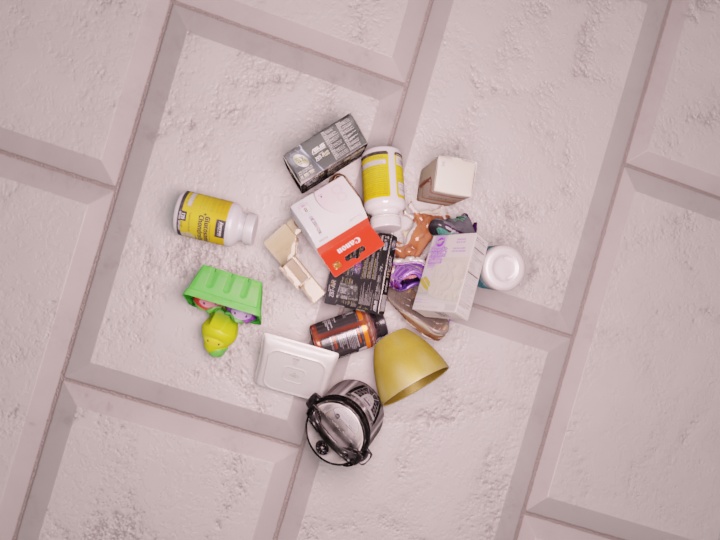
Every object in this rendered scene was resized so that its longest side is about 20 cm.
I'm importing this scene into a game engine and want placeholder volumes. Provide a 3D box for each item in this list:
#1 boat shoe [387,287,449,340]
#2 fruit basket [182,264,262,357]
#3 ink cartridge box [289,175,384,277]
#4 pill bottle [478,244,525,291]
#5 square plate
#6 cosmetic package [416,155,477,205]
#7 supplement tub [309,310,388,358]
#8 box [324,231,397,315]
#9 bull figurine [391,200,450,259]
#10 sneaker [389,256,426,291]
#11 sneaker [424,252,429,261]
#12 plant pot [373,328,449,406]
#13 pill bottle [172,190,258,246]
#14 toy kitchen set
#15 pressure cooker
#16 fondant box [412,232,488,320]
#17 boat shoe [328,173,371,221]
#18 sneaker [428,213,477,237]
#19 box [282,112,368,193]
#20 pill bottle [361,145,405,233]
[{"bbox_3d":[0.142,0.116,1.384,0.075,0.073,0.199,-36,63,-28],"label":"boat shoe"},{"bbox_3d":[-0.351,0.114,1.335,0.210,0.156,0.221,3,74,-9],"label":"fruit basket"},{"bbox_3d":[-0.055,-0.112,1.283,0.161,0.057,0.201,-32,70,-18],"label":"ink cartridge box"},{"bbox_3d":[0.338,-0.007,1.355,0.108,0.200,0.114,0,91,-6],"label":"pill bottle"},{"bbox_3d":[-0.170,0.258,1.345,0.195,0.029,0.201,16,129,-4],"label":"square plate"},{"bbox_3d":[0.215,-0.224,1.340,0.101,0.200,0.090,9,89,-4],"label":"cosmetic package"},{"bbox_3d":[-0.029,0.165,1.373,0.196,0.107,0.109,-18,93,-5],"label":"supplement tub"},{"bbox_3d":[0.000,0.000,1.344,0.157,0.043,0.205,8,87,24],"label":"box"},{"bbox_3d":[0.152,-0.107,1.406,0.120,0.065,0.202,35,86,-2],"label":"bull figurine"},{"bbox_3d":[0.081,0.015,1.366,0.195,0.085,0.081,-7,136,15],"label":"sneaker"},{"bbox_3d":[0.228,0.044,1.412,0.086,0.080,0.205,-15,98,-9],"label":"sneaker"},{"bbox_3d":[0.111,0.237,1.361,0.197,0.201,0.144,-27,70,-4],"label":"plant pot"},{"bbox_3d":[-0.365,-0.126,1.336,0.195,0.112,0.115,13,90,-5],"label":"pill bottle"},{"bbox_3d":[-0.122,-0.047,1.333,0.180,0.163,0.201,-40,94,-3],"label":"toy kitchen set"},{"bbox_3d":[-0.041,0.384,1.311,0.172,0.199,0.184,0,97,20],"label":"pressure cooker"},{"bbox_3d":[0.218,0.014,1.284,0.058,0.143,0.204,30,71,-35],"label":"fondant box"},{"bbox_3d":[-0.023,-0.165,1.385,0.075,0.072,0.202,-34,94,-3],"label":"boat shoe"},{"bbox_3d":[0.245,-0.118,1.379,0.198,0.073,0.090,23,74,-48],"label":"sneaker"},{"bbox_3d":[-0.090,-0.291,1.331,0.198,0.164,0.087,-33,94,-3],"label":"box"},{"bbox_3d":[0.060,-0.205,1.355,0.108,0.111,0.205,-2,79,-5],"label":"pill bottle"}]
